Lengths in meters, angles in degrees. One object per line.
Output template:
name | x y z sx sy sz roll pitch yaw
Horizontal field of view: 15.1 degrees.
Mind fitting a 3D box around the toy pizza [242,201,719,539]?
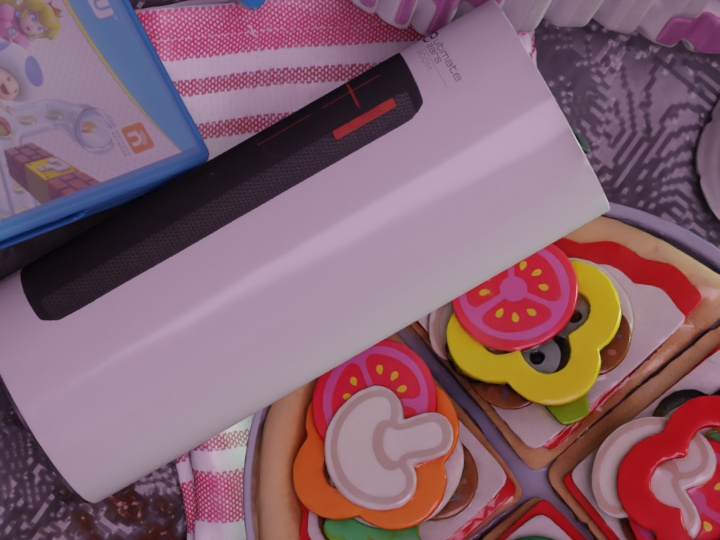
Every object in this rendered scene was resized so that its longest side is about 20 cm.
toy pizza | 0.058 0.067 0.891 0.199 0.032 0.201 -2 72 6

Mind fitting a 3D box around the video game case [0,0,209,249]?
video game case | -0.154 -0.067 0.841 0.199 0.018 0.144 -23 81 -42

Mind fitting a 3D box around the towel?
towel | 0.000 0.000 0.947 0.145 0.030 0.201 -8 96 -12

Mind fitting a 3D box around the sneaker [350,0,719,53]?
sneaker | 0.063 -0.131 0.914 0.199 0.081 0.089 4 58 -31

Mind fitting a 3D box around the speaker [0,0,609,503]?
speaker | -0.021 -0.006 0.883 0.199 0.081 0.081 -29 101 3

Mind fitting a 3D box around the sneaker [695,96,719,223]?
sneaker | 0.193 -0.097 0.956 0.074 0.087 0.201 24 88 -13

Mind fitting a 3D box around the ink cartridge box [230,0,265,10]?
ink cartridge box | -0.026 -0.202 0.883 0.200 0.067 0.116 -54 132 -5
